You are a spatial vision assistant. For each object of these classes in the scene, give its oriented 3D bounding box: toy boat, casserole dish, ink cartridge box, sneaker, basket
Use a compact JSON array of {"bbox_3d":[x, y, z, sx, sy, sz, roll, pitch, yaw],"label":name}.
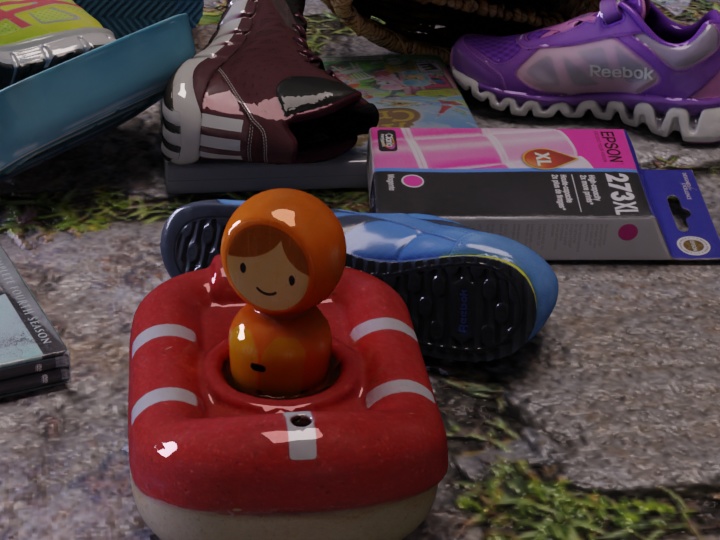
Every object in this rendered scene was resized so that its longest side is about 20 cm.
[{"bbox_3d":[-0.033,0.029,0.649,0.130,0.131,0.200,-2,28,-7],"label":"toy boat"},{"bbox_3d":[-0.175,-0.095,0.919,0.121,0.039,0.200,-24,6,47],"label":"casserole dish"},{"bbox_3d":[0.104,-0.044,0.889,0.200,0.037,0.095,2,36,-4],"label":"ink cartridge box"},{"bbox_3d":[0.160,-0.147,1.041,0.200,0.089,0.080,9,30,14],"label":"sneaker"},{"bbox_3d":[-0.037,-0.116,0.954,0.115,0.076,0.200,13,40,10],"label":"sneaker"},{"bbox_3d":[-0.251,-0.140,0.991,0.200,0.078,0.090,-9,53,-41],"label":"sneaker"},{"bbox_3d":[0.000,0.000,0.786,0.200,0.066,0.078,9,17,13],"label":"sneaker"},{"bbox_3d":[0.074,-0.207,1.078,0.200,0.143,0.149,8,20,-28],"label":"basket"},{"bbox_3d":[-0.220,-0.204,1.150,0.200,0.077,0.081,2,19,-13],"label":"sneaker"}]

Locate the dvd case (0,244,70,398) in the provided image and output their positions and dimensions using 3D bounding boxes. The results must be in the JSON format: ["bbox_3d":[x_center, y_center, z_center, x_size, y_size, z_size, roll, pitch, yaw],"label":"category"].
[{"bbox_3d":[-0.256,0.034,0.742,0.200,0.022,0.146,-11,30,-24],"label":"dvd case"}]

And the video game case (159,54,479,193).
[{"bbox_3d":[-0.029,-0.099,1.008,0.200,0.022,0.182,-2,28,-8],"label":"video game case"}]
